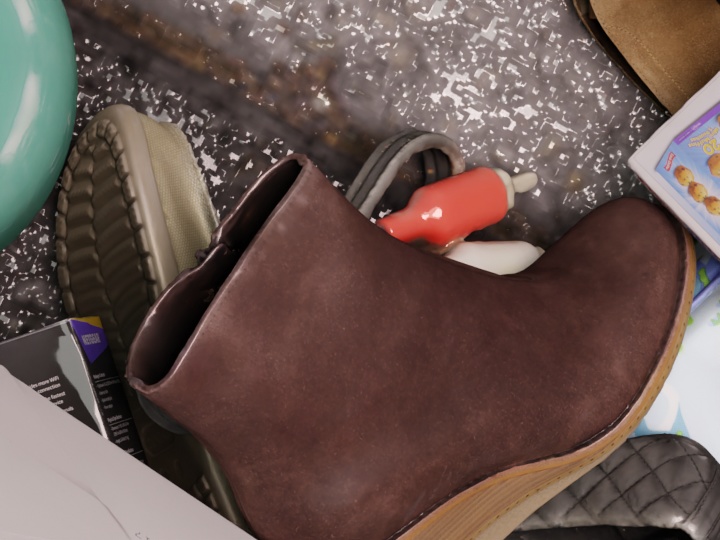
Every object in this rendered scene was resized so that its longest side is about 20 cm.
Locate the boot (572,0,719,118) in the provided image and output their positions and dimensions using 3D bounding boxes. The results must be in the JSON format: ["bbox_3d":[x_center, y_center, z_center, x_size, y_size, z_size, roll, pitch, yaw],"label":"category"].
[{"bbox_3d":[0.101,-0.137,1.003,0.075,0.074,0.200,-37,105,4],"label":"boot"}]

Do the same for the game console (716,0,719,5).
[{"bbox_3d":[0.139,-0.201,0.986,0.177,0.031,0.201,-22,89,-49],"label":"game console"}]

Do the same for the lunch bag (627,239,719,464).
[{"bbox_3d":[0.197,0.037,1.009,0.200,0.082,0.161,-43,95,-6],"label":"lunch bag"}]

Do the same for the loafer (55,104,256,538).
[{"bbox_3d":[-0.056,0.033,0.987,0.068,0.076,0.201,-15,86,-36],"label":"loafer"}]

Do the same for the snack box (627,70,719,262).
[{"bbox_3d":[0.191,-0.082,0.940,0.200,0.024,0.072,-44,60,4],"label":"snack box"}]

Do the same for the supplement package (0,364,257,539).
[{"bbox_3d":[-0.105,0.180,0.844,0.191,0.147,0.200,34,106,-4],"label":"supplement package"}]

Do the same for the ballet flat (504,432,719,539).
[{"bbox_3d":[0.047,0.118,0.967,0.200,0.057,0.067,-33,97,23],"label":"ballet flat"}]

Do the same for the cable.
[{"bbox_3d":[0.000,0.000,0.959,0.200,0.050,0.098,-12,92,-47],"label":"cable"}]

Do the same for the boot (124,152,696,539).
[{"bbox_3d":[0.026,0.014,0.910,0.200,0.072,0.166,-51,130,-16],"label":"boot"}]

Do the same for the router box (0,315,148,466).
[{"bbox_3d":[-0.167,0.121,0.957,0.199,0.052,0.158,-18,89,6],"label":"router box"}]

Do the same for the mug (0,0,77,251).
[{"bbox_3d":[-0.175,-0.054,0.955,0.151,0.114,0.186,-12,88,-7],"label":"mug"}]
